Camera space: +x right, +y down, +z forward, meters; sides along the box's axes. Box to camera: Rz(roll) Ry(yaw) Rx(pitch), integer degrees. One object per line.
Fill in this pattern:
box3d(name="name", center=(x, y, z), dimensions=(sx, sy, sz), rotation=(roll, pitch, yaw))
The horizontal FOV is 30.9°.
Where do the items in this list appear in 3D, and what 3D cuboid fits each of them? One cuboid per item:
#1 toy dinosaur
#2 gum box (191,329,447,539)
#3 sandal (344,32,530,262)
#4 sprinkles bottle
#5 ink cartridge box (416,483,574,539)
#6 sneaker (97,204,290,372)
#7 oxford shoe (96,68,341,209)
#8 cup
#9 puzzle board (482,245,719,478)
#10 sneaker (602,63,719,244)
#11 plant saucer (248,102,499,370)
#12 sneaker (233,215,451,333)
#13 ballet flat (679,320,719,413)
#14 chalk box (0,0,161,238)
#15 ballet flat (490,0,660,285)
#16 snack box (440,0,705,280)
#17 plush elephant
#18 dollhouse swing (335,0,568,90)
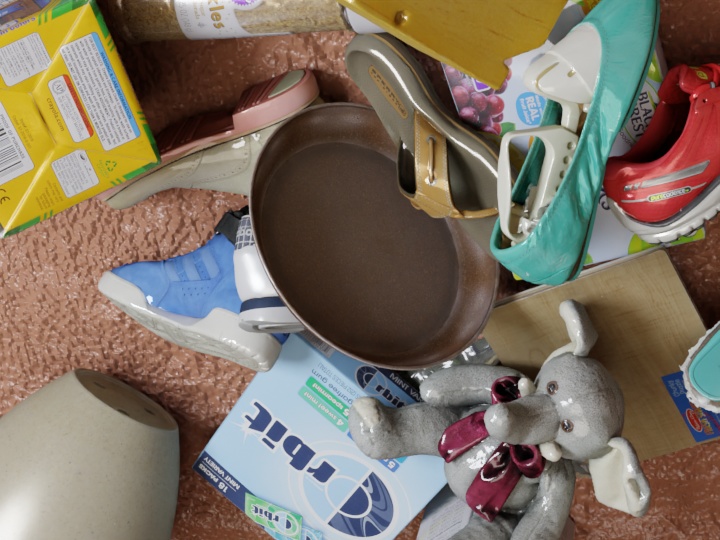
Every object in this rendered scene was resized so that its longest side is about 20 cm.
box3d(name="toy dinosaur", center=(0.087, 0.090, 1.028), dimensions=(0.199, 0.048, 0.089), rotation=(-31, 101, 24))
box3d(name="gum box", center=(-0.027, 0.150, 1.059), dimensions=(0.170, 0.045, 0.200), rotation=(39, 130, 3))
box3d(name="sandal", center=(0.045, -0.078, 0.893), dimensions=(0.201, 0.054, 0.080), rotation=(51, 154, 9))
box3d(name="sprinkles bottle", center=(-0.072, -0.194, 0.895), dimensions=(0.198, 0.068, 0.069), rotation=(0, 119, 15))
box3d(name="ink cartridge box", center=(0.100, 0.240, 1.015), dimensions=(0.068, 0.200, 0.115), rotation=(-38, 104, 29))
box3d(name="sneaker", center=(-0.116, 0.002, 1.021), dimensions=(0.199, 0.112, 0.077), rotation=(13, 158, 45))
box3d(name="oxford shoe", center=(-0.108, -0.077, 0.969), dimensions=(0.198, 0.071, 0.074), rotation=(-20, 115, 24))
box3d(name="cup", center=(-0.230, 0.168, 1.087), dimensions=(0.199, 0.200, 0.144), rotation=(30, 93, -3))
box3d(name="puzzle board", center=(0.193, 0.073, 0.981), dimensions=(0.150, 0.017, 0.201), rotation=(-20, 126, 23))
box3d(name="sneaker", center=(0.234, -0.105, 0.823), dimensions=(0.200, 0.077, 0.085), rotation=(-44, 110, 1))
box3d(name="plant saucer", center=(0.007, -0.021, 0.906), dimensions=(0.200, 0.201, 0.032), rotation=(38, 142, -9))
box3d(name="sneaker", center=(0.000, 0.000, 0.946), dimensions=(0.076, 0.198, 0.081), rotation=(-20, 74, 52))
box3d(name="ballet flat", center=(0.306, 0.023, 0.917), dimensions=(0.200, 0.072, 0.072), rotation=(-44, 102, 11))
box3d(name="chalk box", center=(-0.234, -0.127, 0.923), dimensions=(0.123, 0.200, 0.125), rotation=(-26, 116, -9))
box3d(name="ballet flat", center=(0.127, -0.089, 0.805), dimensions=(0.070, 0.067, 0.202), rotation=(11, 101, -24))
box3d(name="snack box", center=(0.146, -0.104, 0.897), dimensions=(0.141, 0.053, 0.202), rotation=(-14, 114, 19))
box3d(name="plush elephant", center=(0.119, 0.116, 0.913), dimensions=(0.198, 0.166, 0.155), rotation=(-11, 151, -26))
box3d(name="dollhouse swing", center=(0.035, -0.254, 0.812), dimensions=(0.181, 0.176, 0.201), rotation=(23, 99, -37))
